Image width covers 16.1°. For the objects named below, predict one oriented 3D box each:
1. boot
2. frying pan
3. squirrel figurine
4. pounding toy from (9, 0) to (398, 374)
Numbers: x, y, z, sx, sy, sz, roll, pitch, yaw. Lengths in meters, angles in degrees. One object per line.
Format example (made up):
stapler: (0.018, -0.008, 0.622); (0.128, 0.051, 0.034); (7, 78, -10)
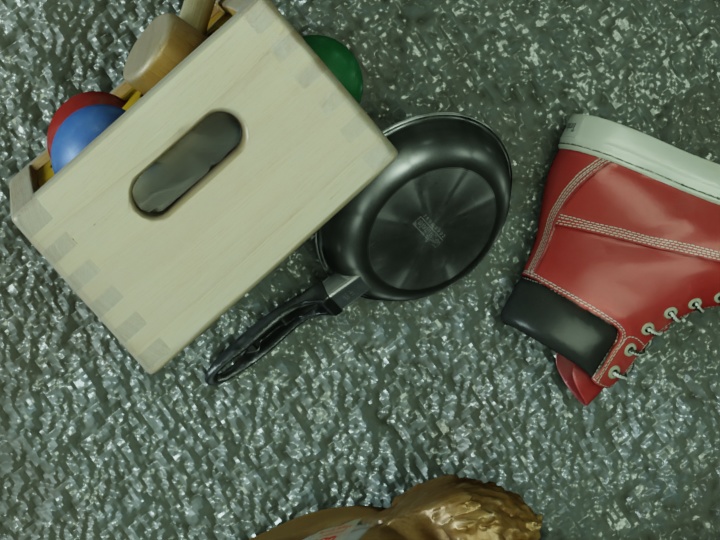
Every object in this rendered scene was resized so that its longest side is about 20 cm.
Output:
boot: (0.181, 0.017, 1.359); (0.199, 0.072, 0.145); (19, 88, -4)
frying pan: (-0.002, -0.013, 1.310); (0.189, 0.031, 0.115); (-26, 133, -13)
squirrel figurine: (0.036, 0.211, 1.300); (0.199, 0.142, 0.187); (-27, 103, -8)
pounding toy: (-0.080, -0.081, 1.254); (0.200, 0.184, 0.142); (-42, 102, -1)
